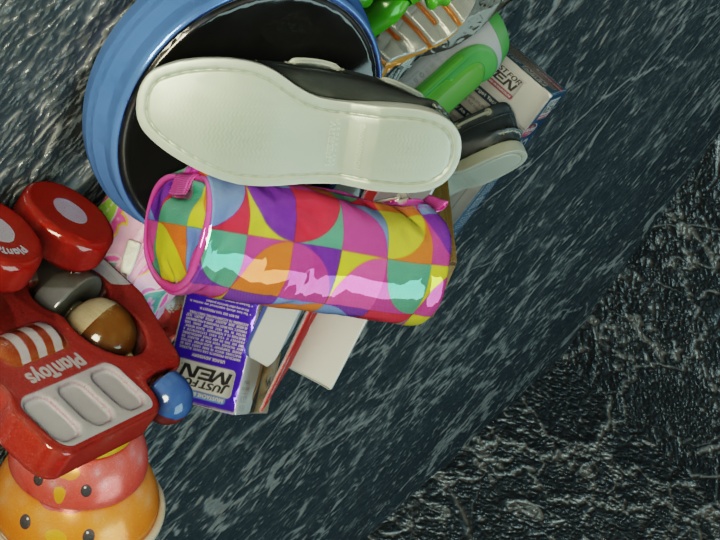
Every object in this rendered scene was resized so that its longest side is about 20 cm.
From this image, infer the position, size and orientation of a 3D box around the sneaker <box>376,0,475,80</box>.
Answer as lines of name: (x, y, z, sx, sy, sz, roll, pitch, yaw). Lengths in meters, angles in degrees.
sneaker: (0.009, -0.172, 1.354, 0.200, 0.078, 0.077, -44, 180, -6)

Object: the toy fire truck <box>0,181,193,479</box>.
toy fire truck: (-0.187, 0.044, 1.089, 0.112, 0.168, 0.200, -52, 167, 22)

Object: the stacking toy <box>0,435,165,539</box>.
stacking toy: (-0.220, 0.122, 1.395, 0.146, 0.145, 0.202, -36, 144, -44)

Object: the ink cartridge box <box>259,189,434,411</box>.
ink cartridge box: (0.000, 0.000, 1.341, 0.201, 0.044, 0.176, -64, 180, 24)

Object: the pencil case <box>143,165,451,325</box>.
pencil case: (-0.036, -0.017, 1.120, 0.198, 0.089, 0.089, 6, 131, -37)

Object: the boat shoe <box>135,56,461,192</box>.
boat shoe: (-0.039, -0.089, 1.073, 0.060, 0.198, 0.076, -118, -135, -62)

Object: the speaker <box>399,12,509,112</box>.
speaker: (0.031, -0.144, 1.456, 0.200, 0.088, 0.089, -43, 166, -24)

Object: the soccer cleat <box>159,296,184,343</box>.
soccer cleat: (-0.144, 0.011, 1.389, 0.086, 0.068, 0.200, -56, 171, -4)

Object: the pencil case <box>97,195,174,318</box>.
pencil case: (-0.118, -0.055, 1.214, 0.200, 0.087, 0.087, -51, 167, 11)

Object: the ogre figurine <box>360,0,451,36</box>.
ogre figurine: (0.013, -0.210, 1.196, 0.119, 0.098, 0.201, -29, 144, -8)

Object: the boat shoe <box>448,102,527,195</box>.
boat shoe: (0.052, -0.096, 1.638, 0.198, 0.062, 0.075, -22, 159, 15)

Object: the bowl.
bowl: (-0.074, -0.102, 1.118, 0.199, 0.039, 0.202, -20, 135, -21)

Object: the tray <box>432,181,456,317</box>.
tray: (0.045, -0.073, 1.526, 0.037, 0.202, 0.099, 1, 152, -10)

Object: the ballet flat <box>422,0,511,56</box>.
ballet flat: (0.091, -0.230, 1.413, 0.199, 0.046, 0.068, -30, 131, -3)

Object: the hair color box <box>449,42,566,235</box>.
hair color box: (0.093, -0.121, 1.695, 0.201, 0.100, 0.060, -53, 169, 21)

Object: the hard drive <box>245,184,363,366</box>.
hard drive: (-0.024, -0.030, 1.299, 0.133, 0.025, 0.200, -64, 179, 27)

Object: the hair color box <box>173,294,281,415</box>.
hair color box: (-0.086, 0.004, 1.351, 0.109, 0.064, 0.202, 20, 85, -79)
